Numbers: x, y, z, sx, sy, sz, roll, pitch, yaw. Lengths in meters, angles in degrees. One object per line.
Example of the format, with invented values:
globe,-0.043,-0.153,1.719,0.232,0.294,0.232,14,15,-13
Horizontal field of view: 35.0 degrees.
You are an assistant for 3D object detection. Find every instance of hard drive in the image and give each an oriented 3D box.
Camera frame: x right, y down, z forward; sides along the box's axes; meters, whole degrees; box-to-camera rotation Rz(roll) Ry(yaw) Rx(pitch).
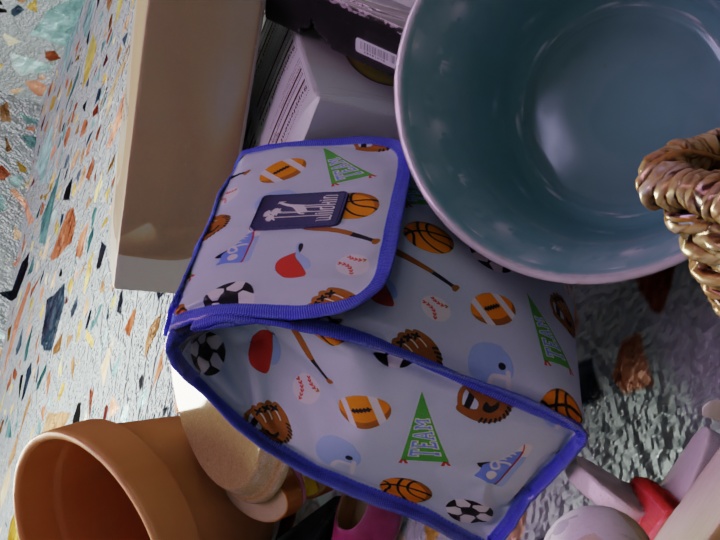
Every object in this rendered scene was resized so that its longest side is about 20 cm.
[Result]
hard drive,0.058,-0.181,0.704,0.140,0.200,0.038,32,137,33

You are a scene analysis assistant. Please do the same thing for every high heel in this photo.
high heel,-0.009,0.138,0.825,0.200,0.096,0.067,-68,25,15

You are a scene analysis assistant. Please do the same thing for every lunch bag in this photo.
lunch bag,0.009,0.020,0.592,0.170,0.200,0.124,-77,14,-55

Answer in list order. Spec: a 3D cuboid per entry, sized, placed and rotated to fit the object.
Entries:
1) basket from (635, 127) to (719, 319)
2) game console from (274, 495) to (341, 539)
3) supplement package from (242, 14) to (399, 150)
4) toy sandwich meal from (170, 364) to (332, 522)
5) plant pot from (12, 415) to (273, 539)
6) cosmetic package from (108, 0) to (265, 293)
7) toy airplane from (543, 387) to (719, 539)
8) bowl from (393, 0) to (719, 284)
basket,0.204,0.002,0.300,0.143,0.149,0.200,-45,37,-10
game console,-0.097,0.275,0.898,0.200,0.031,0.177,-50,-1,-45
supplement package,0.018,-0.084,0.767,0.200,0.191,0.147,-107,35,-50
toy sandwich meal,-0.073,0.080,0.826,0.205,0.070,0.205,19,112,56
plant pot,-0.165,0.204,0.923,0.200,0.140,0.200,15,112,40
cosmetic package,-0.117,-0.095,0.738,0.105,0.071,0.200,-118,36,-62
toy airplane,0.128,0.125,0.468,0.199,0.141,0.200,-33,38,50
bowl,0.129,-0.091,0.585,0.201,0.105,0.201,-2,86,25
